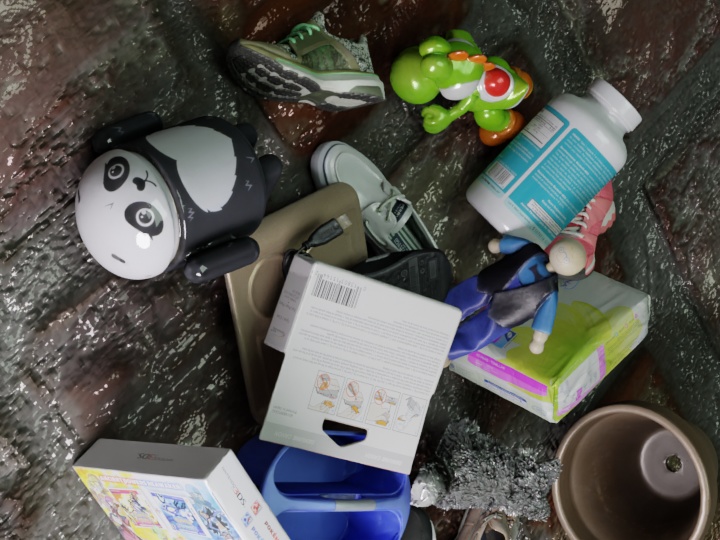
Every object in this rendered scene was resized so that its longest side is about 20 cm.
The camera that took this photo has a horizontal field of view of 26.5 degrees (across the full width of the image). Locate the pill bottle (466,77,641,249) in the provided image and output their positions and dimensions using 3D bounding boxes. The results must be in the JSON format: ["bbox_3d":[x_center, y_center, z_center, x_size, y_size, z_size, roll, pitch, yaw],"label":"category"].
[{"bbox_3d":[0.220,-0.118,1.700,0.200,0.111,0.111,-46,124,5],"label":"pill bottle"}]

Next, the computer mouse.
[{"bbox_3d":[0.000,0.000,1.543,0.199,0.046,0.142,-25,118,-27],"label":"computer mouse"}]

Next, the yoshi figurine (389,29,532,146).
[{"bbox_3d":[0.103,-0.206,1.676,0.112,0.113,0.199,-47,147,16],"label":"yoshi figurine"}]

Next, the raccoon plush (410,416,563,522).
[{"bbox_3d":[0.135,0.241,1.634,0.200,0.133,0.098,-45,152,-62],"label":"raccoon plush"}]

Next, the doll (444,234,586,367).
[{"bbox_3d":[0.158,0.030,1.636,0.048,0.199,0.137,19,41,-60],"label":"doll"}]

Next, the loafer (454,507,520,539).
[{"bbox_3d":[0.139,0.312,1.715,0.200,0.063,0.072,-48,119,-30],"label":"loafer"}]

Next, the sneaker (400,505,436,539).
[{"bbox_3d":[0.016,0.327,1.582,0.201,0.075,0.088,-65,147,-21],"label":"sneaker"}]

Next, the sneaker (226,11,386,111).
[{"bbox_3d":[-0.059,-0.218,1.540,0.199,0.076,0.090,9,72,-47],"label":"sneaker"}]

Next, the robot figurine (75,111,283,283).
[{"bbox_3d":[-0.165,-0.070,1.397,0.199,0.149,0.126,-25,120,-39],"label":"robot figurine"}]

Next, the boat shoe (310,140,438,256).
[{"bbox_3d":[0.028,-0.062,1.609,0.200,0.066,0.074,48,61,-31],"label":"boat shoe"}]

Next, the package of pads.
[{"bbox_3d":[0.217,0.071,1.717,0.200,0.154,0.069,-38,139,-35],"label":"package of pads"}]

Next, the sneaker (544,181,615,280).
[{"bbox_3d":[0.247,-0.064,1.768,0.201,0.073,0.088,-57,151,-51],"label":"sneaker"}]

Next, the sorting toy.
[{"bbox_3d":[-0.060,0.033,1.543,0.184,0.036,0.202,-28,115,-38],"label":"sorting toy"}]

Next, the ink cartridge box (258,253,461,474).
[{"bbox_3d":[-0.007,0.095,1.506,0.199,0.045,0.178,19,90,-38],"label":"ink cartridge box"}]

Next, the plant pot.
[{"bbox_3d":[0.353,0.250,1.841,0.174,0.198,0.203,-7,95,-58],"label":"plant pot"}]

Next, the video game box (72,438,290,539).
[{"bbox_3d":[-0.146,0.235,1.371,0.047,0.199,0.183,-50,122,-33],"label":"video game box"}]

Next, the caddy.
[{"bbox_3d":[-0.036,0.230,1.529,0.199,0.104,0.143,7,85,-41],"label":"caddy"}]
